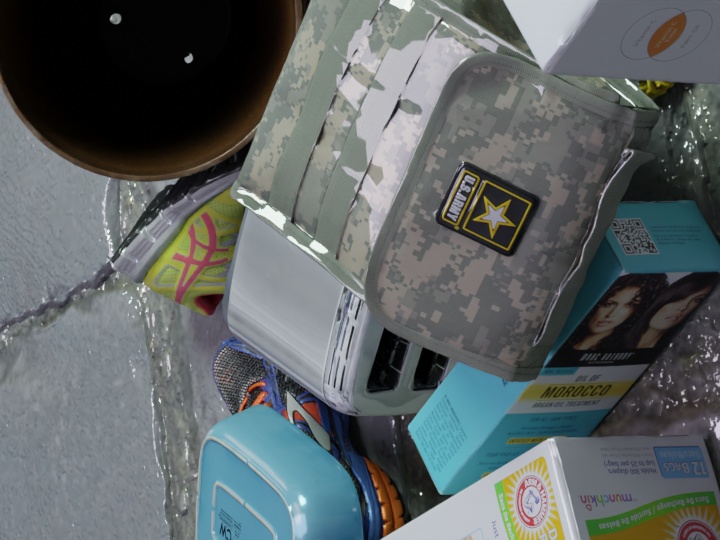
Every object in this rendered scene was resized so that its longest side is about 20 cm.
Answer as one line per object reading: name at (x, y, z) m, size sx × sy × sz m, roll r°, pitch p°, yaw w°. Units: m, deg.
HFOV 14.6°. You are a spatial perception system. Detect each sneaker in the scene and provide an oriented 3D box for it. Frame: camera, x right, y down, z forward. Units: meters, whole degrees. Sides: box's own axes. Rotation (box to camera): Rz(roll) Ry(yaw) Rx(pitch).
sneaker at (-0.045, 0.111, 1.757) m, size 0.200 × 0.078 × 0.076 m, roll 53°, pitch 129°, yaw 39°
sneaker at (-0.083, -0.032, 1.814) m, size 0.090 × 0.078 × 0.200 m, roll 39°, pitch 147°, yaw -7°

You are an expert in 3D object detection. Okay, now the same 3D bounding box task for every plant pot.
plant pot at (-0.127, -0.157, 1.750) m, size 0.200 × 0.186 × 0.188 m, roll -91°, pitch 6°, yaw -84°

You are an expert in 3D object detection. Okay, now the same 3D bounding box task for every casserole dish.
casserole dish at (-0.052, 0.153, 1.643) m, size 0.200 × 0.039 × 0.122 m, roll -147°, pitch 58°, yaw -62°

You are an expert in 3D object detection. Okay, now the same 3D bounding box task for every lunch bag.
lunch bag at (0.049, -0.059, 1.468) m, size 0.200 × 0.117 × 0.165 m, roll 38°, pitch 115°, yaw 34°

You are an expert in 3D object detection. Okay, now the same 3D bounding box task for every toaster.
toaster at (0.000, 0.000, 1.669) m, size 0.129 × 0.113 × 0.201 m, roll 38°, pitch 117°, yaw 44°

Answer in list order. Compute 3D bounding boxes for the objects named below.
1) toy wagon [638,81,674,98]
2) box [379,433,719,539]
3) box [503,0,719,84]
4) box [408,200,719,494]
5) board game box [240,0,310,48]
toy wagon at (0.136, -0.192, 1.546) m, size 0.155 × 0.039 × 0.201 m, roll -33°, pitch 64°, yaw 49°
box at (0.099, 0.170, 1.531) m, size 0.200 × 0.112 × 0.102 m, roll -37°, pitch 60°, yaw 49°
box at (0.177, -0.179, 1.355) m, size 0.152 × 0.199 × 0.107 m, roll -54°, pitch 49°, yaw 37°
box at (0.112, 0.044, 1.542) m, size 0.200 × 0.082 × 0.049 m, roll -54°, pitch 50°, yaw 39°
board game box at (-0.035, -0.165, 1.791) m, size 0.095 × 0.030 × 0.201 m, roll 35°, pitch 115°, yaw 49°
